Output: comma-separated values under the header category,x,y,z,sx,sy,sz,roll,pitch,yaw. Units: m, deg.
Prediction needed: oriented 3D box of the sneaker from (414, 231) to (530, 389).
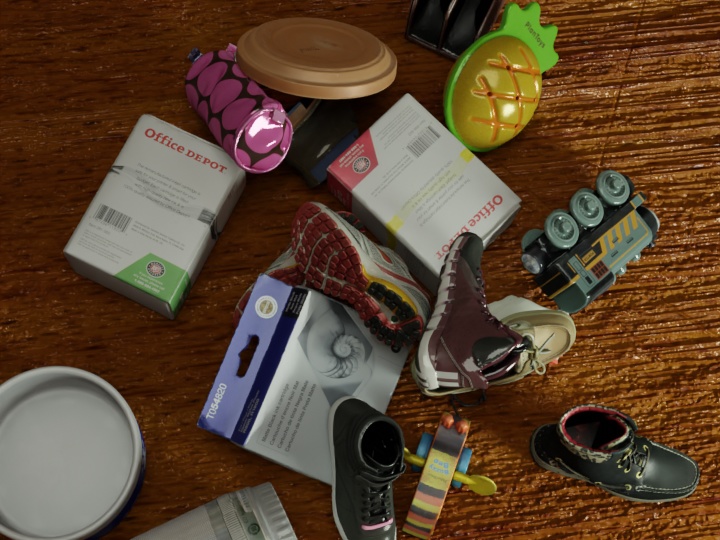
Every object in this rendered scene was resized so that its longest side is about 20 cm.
category,x,y,z,sx,sy,sz,roll,pitch,yaw
sneaker,0.140,0.051,1.390,0.115,0.076,0.201,8,61,20

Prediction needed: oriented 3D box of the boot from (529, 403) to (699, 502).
category,x,y,z,sx,sy,sz,roll,pitch,yaw
boot,0.301,0.209,1.409,0.202,0.154,0.074,14,73,2

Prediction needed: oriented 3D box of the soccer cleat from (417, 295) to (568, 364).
category,x,y,z,sx,sy,sz,roll,pitch,yaw
soccer cleat,0.158,0.066,1.498,0.198,0.069,0.078,6,67,-8

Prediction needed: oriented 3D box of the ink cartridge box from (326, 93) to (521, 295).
category,x,y,z,sx,sy,sz,roll,pitch,yaw
ink cartridge box,0.076,-0.092,1.531,0.145,0.083,0.200,-43,79,-13

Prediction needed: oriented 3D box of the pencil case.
category,x,y,z,sx,sy,sz,roll,pitch,yaw
pencil case,-0.147,-0.199,1.502,0.094,0.091,0.200,-47,42,7

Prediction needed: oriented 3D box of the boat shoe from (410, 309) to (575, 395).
category,x,y,z,sx,sy,sz,roll,pitch,yaw
boat shoe,0.158,0.102,1.429,0.198,0.063,0.074,-19,109,-2

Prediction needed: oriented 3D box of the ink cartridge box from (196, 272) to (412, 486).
category,x,y,z,sx,sy,sz,roll,pitch,yaw
ink cartridge box,-0.062,0.129,1.440,0.199,0.041,0.201,24,80,-12

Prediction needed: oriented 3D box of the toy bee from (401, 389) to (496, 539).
category,x,y,z,sx,sy,sz,roll,pitch,yaw
toy bee,0.089,0.205,1.427,0.130,0.109,0.202,-1,73,-1

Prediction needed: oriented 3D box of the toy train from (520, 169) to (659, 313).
category,x,y,z,sx,sy,sz,roll,pitch,yaw
toy train,0.282,-0.037,1.513,0.200,0.085,0.114,-37,87,-31

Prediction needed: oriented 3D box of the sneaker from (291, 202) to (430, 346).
category,x,y,z,sx,sy,sz,roll,pitch,yaw
sneaker,0.000,0.000,1.433,0.200,0.082,0.078,47,121,1

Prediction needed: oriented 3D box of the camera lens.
category,x,y,z,sx,sy,sz,roll,pitch,yaw
camera lens,-0.160,0.337,1.347,0.199,0.160,0.161,-24,75,-9

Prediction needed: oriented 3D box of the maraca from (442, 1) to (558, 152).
category,x,y,z,sx,sy,sz,roll,pitch,yaw
maraca,0.178,-0.242,1.561,0.107,0.137,0.201,28,80,49

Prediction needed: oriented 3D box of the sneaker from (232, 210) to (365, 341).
category,x,y,z,sx,sy,sz,roll,pitch,yaw
sneaker,-0.073,0.008,1.506,0.200,0.082,0.078,-43,103,1

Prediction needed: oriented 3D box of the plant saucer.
category,x,y,z,sx,sy,sz,roll,pitch,yaw
plant saucer,-0.053,-0.266,1.522,0.198,0.033,0.201,5,32,-3

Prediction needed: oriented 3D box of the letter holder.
category,x,y,z,sx,sy,sz,roll,pitch,yaw
letter holder,0.147,-0.392,1.597,0.100,0.142,0.201,25,73,6

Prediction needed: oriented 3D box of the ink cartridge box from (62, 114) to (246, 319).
category,x,y,z,sx,sy,sz,roll,pitch,yaw
ink cartridge box,-0.245,-0.066,1.509,0.145,0.084,0.201,26,73,5

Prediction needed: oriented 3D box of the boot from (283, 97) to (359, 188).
category,x,y,z,sx,sy,sz,roll,pitch,yaw
boot,-0.031,-0.194,1.581,0.200,0.075,0.097,-43,104,-24

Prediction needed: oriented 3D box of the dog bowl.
category,x,y,z,sx,sy,sz,roll,pitch,yaw
dog bowl,-0.347,0.216,1.421,0.198,0.079,0.202,1,72,-2

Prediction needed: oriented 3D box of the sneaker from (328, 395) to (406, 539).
category,x,y,z,sx,sy,sz,roll,pitch,yaw
sneaker,0.013,0.244,1.382,0.070,0.099,0.202,-11,94,-21
